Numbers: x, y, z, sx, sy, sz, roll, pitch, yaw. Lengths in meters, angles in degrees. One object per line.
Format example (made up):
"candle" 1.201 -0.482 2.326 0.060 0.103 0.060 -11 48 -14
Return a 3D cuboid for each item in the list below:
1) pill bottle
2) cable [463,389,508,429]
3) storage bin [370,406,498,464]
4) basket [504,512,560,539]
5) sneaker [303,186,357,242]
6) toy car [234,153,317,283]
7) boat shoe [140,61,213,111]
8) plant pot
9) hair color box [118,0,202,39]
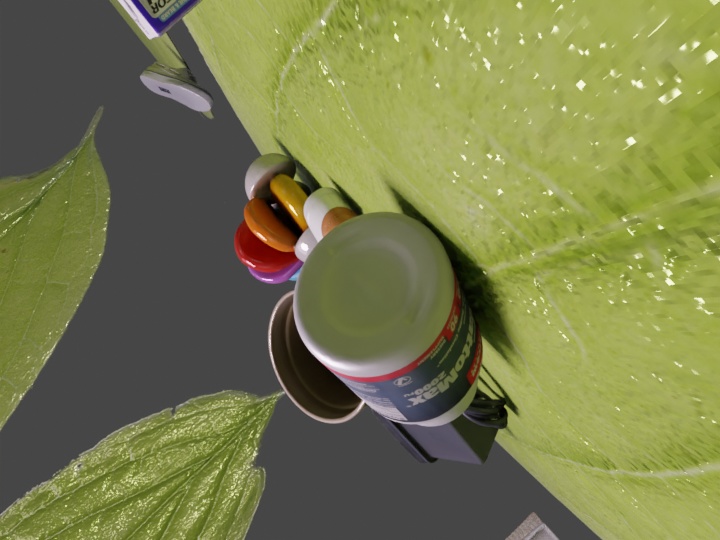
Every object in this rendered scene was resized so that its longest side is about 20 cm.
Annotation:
"pill bottle" 0.036 0.055 0.515 0.120 0.119 0.201 46 176 33
"cable" 0.097 0.151 0.806 0.197 0.052 0.163 28 164 -9
"storage bin" 0.137 0.225 1.050 0.132 0.147 0.201 -1 137 46
"basket" 0.727 1.147 2.625 0.201 0.198 0.161 48 178 -1
"sneaker" 0.000 0.000 0.744 0.085 0.072 0.201 48 175 47
"toy car" -0.106 -0.050 0.919 0.175 0.150 0.200 47 176 19
"boat shoe" -0.387 -0.404 1.378 0.197 0.067 0.072 23 161 28
"plant pot" -0.015 0.104 0.973 0.200 0.201 0.172 47 -144 18
"hair color box" -0.194 -0.269 0.453 0.201 0.064 0.109 54 174 -27
